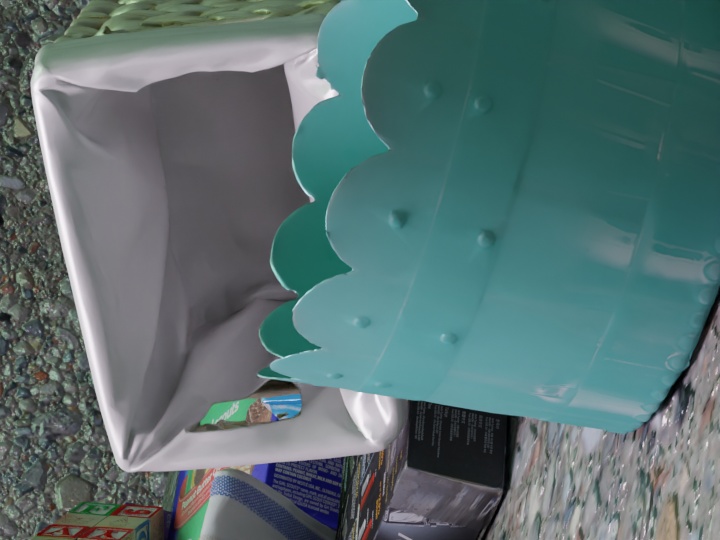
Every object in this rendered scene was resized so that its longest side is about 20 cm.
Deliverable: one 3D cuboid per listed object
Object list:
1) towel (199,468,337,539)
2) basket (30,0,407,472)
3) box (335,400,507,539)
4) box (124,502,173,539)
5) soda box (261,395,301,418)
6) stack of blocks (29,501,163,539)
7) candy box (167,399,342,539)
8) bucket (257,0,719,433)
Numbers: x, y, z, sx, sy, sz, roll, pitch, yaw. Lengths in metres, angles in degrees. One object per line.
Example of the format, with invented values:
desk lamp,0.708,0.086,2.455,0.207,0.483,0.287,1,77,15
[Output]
towel,-0.037,0.210,1.157,0.024,0.147,0.200,-17,49,35
basket,-0.054,-0.029,1.056,0.123,0.135,0.200,-81,-16,-64
box,0.029,0.072,1.161,0.200,0.050,0.158,-84,10,-45
box,-0.118,0.262,1.637,0.039,0.136,0.200,-91,16,-62
soda box,0.000,0.000,1.381,0.068,0.064,0.200,48,-135,-51
stack of blocks,-0.170,0.260,1.525,0.115,0.058,0.201,-36,-53,-73
candy box,-0.052,0.101,1.533,0.169,0.077,0.200,-43,31,52
bucket,0.051,-0.042,0.849,0.207,0.134,0.208,-166,90,-82
